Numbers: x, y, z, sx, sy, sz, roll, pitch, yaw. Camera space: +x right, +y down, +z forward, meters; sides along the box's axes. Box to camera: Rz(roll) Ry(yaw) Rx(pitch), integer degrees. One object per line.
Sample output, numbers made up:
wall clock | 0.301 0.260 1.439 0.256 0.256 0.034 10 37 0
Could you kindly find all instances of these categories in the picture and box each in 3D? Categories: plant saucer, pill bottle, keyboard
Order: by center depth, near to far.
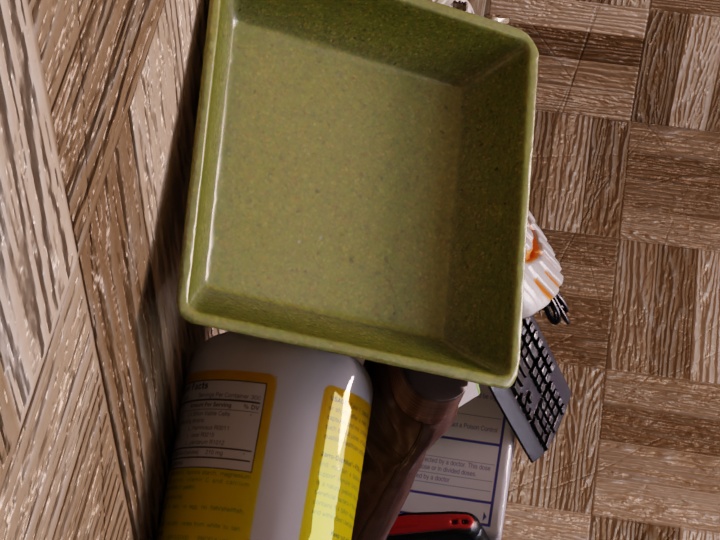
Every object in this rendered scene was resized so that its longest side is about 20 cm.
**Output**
plant saucer | -0.005 -0.049 0.936 0.048 0.198 0.203 -21 -120 58
pill bottle | -0.050 0.103 0.962 0.104 0.103 0.202 78 21 -73
keyboard | 0.108 0.027 1.238 0.201 0.020 0.128 60 39 -38

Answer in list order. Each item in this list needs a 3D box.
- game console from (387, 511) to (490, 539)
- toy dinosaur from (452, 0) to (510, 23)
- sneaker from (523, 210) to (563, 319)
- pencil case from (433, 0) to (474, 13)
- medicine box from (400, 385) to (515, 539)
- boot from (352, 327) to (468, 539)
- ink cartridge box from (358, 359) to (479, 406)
game console | 0.014 0.215 1.262 0.200 0.175 0.031 61 30 -61
toy dinosaur | 0.063 -0.127 1.214 0.200 0.058 0.102 -36 137 -68
sneaker | 0.063 -0.027 1.095 0.078 0.077 0.201 49 12 -32
pencil case | 0.026 -0.157 1.317 0.089 0.078 0.200 -41 -174 33
medicine box | 0.026 0.100 1.310 0.103 0.180 0.202 86 14 -66
boot | 0.005 0.064 1.069 0.201 0.063 0.188 111 -18 -48
ink cartridge box | 0.000 0.000 1.192 0.201 0.067 0.117 60 -4 22
